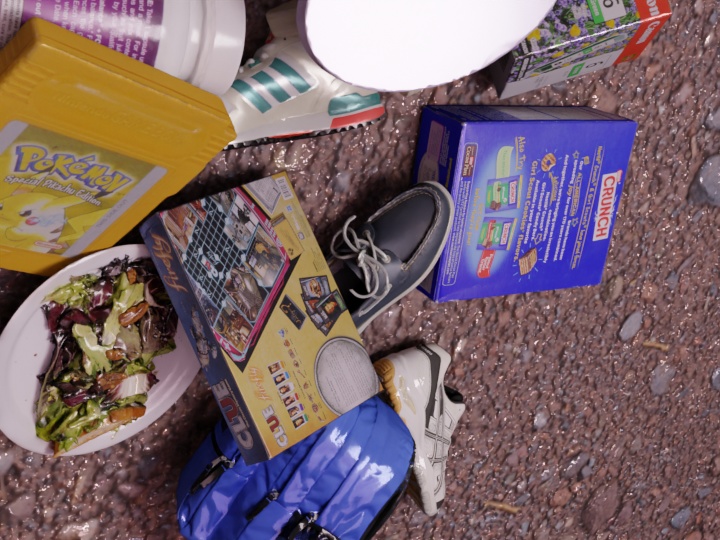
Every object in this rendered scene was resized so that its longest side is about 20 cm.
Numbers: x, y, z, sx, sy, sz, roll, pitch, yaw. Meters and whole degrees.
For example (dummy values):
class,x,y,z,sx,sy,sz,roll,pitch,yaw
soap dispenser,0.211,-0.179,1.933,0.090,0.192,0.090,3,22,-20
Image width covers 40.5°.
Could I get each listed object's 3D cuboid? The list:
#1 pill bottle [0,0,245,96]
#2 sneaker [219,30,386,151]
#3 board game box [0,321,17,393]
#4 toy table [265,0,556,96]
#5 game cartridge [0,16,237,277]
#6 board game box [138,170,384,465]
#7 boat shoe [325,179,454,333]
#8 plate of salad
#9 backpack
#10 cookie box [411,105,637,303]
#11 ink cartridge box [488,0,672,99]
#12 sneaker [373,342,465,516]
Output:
class,x,y,z,sx,sy,sz,roll,pitch,yaw
pill bottle,-0.183,-0.170,0.650,0.199,0.112,0.113,3,111,-29
sneaker,-0.078,-0.146,0.766,0.199,0.070,0.094,-12,97,-21
board game box,-0.321,0.031,0.682,0.120,0.032,0.201,-61,143,-48
toy table,0.035,-0.205,0.696,0.199,0.117,0.185,-15,114,-17
game cartridge,-0.203,-0.068,0.656,0.200,0.033,0.176,-35,153,26
board game box,-0.074,0.033,0.772,0.135,0.035,0.201,-24,89,-44
boat shoe,0.000,0.000,0.849,0.200,0.075,0.062,-43,161,17
plate of salad,-0.197,0.072,0.782,0.199,0.048,0.201,-26,135,-29
backpack,-0.056,0.185,0.871,0.168,0.163,0.200,41,91,-18
cookie box,0.148,-0.066,0.921,0.199,0.075,0.172,-4,114,-28
ink cartridge box,0.211,-0.210,0.831,0.199,0.109,0.051,-16,83,-1
sneaker,0.073,0.163,0.991,0.087,0.076,0.201,-26,125,-20
